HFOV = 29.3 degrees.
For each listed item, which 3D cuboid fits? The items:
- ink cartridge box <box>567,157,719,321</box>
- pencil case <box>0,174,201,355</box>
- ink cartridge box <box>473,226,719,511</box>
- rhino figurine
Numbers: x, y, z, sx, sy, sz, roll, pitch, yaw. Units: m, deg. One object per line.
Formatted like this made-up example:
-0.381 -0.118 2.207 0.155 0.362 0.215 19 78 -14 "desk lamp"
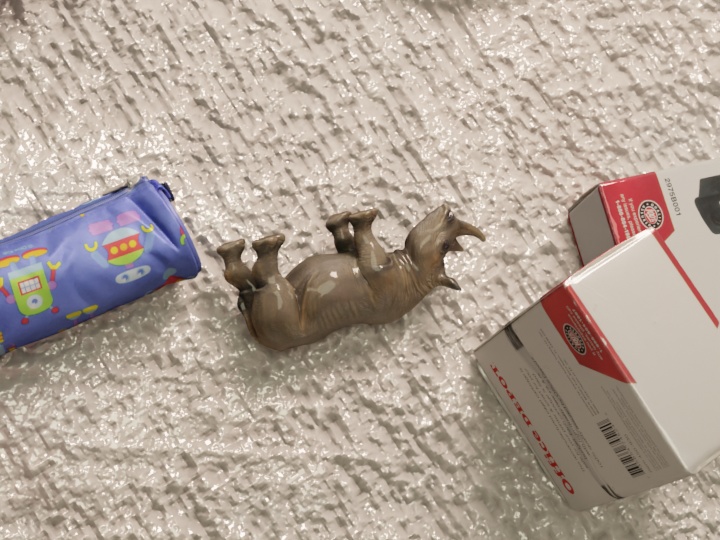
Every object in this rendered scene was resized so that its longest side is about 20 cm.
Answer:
0.280 -0.010 1.057 0.199 0.083 0.147 -13 78 -13 "ink cartridge box"
-0.212 -0.001 0.967 0.199 0.078 0.087 -23 110 -15 "pencil case"
0.174 0.075 0.956 0.083 0.200 0.147 -31 83 -19 "ink cartridge box"
0.000 0.000 1.015 0.199 0.060 0.088 -15 98 -14 "rhino figurine"
